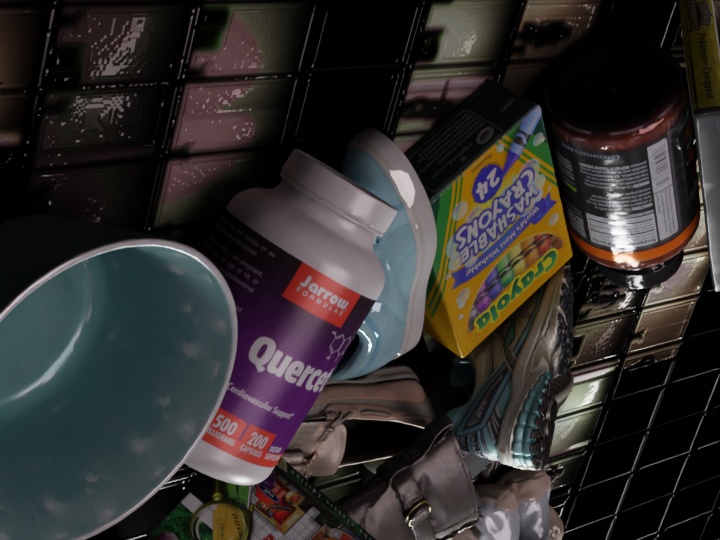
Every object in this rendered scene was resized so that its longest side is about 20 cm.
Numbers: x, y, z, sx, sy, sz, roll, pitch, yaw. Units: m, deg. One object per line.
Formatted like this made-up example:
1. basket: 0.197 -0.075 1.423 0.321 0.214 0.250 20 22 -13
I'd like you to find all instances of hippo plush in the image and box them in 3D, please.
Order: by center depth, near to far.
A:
1. hippo plush: 0.142 0.283 1.476 0.200 0.161 0.159 -54 144 -2

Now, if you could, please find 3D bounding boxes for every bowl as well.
1. bowl: -0.179 0.049 0.977 0.201 0.105 0.201 -28 135 -32

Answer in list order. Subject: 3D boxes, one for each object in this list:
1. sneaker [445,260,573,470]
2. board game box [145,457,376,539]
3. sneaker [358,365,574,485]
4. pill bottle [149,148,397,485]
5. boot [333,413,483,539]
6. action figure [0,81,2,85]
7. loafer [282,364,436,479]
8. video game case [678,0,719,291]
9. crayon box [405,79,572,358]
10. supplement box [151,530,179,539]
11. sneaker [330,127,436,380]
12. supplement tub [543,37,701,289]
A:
1. sneaker: 0.114 0.059 1.325 0.078 0.086 0.200 80 22 -45
2. board game box: -0.038 0.209 1.180 0.105 0.200 0.023 -46 -172 17
3. sneaker: 0.080 0.138 1.379 0.200 0.075 0.106 -22 138 -25
4. pill bottle: -0.060 0.028 1.089 0.112 0.112 0.200 25 98 -54
5. boot: 0.019 0.216 1.276 0.174 0.069 0.200 -27 134 -21
6. action figure: -0.247 -0.052 0.826 0.200 0.102 0.119 -34 127 -24
7. loafer: -0.018 0.116 1.238 0.200 0.063 0.072 -12 144 -45
8. video game case: 0.268 -0.116 1.326 0.200 0.025 0.181 71 17 -48
9. crayon box: 0.089 -0.025 1.270 0.126 0.052 0.200 -42 142 -18
10. supplement box: -0.166 0.288 1.118 0.200 0.131 0.103 -39 175 -30
11. sneaker: 0.000 0.000 1.170 0.082 0.074 0.200 -34 138 -32
12. supplement tub: 0.203 -0.074 1.316 0.107 0.107 0.200 -42 142 -18
